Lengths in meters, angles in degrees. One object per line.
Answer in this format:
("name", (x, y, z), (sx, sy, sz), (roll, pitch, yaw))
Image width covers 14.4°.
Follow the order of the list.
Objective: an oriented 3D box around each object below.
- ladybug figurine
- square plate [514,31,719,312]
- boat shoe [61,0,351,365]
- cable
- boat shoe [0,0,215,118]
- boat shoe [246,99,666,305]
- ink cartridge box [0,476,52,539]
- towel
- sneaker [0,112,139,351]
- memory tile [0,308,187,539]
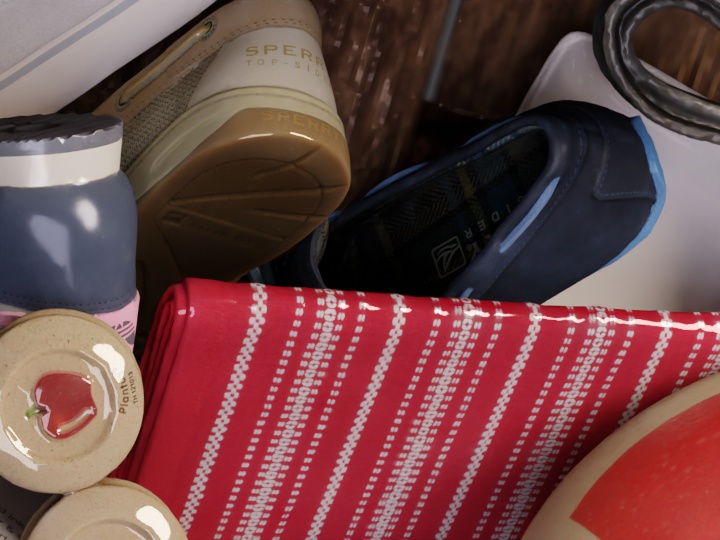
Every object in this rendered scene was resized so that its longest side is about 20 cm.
("ladybug figurine", (0.130, 0.097, 0.853), (0.200, 0.072, 0.136), (-31, 98, -23))
("square plate", (0.106, 0.042, 0.971), (0.200, 0.028, 0.198), (26, 107, -12))
("boat shoe", (-0.073, -0.020, 0.899), (0.072, 0.065, 0.200), (16, 145, -32))
("cable", (0.159, -0.023, 0.907), (0.097, 0.050, 0.200), (-35, 111, 7))
("boat shoe", (-0.072, -0.114, 0.885), (0.200, 0.072, 0.069), (-33, 109, 19))
("boat shoe", (0.000, 0.000, 0.908), (0.200, 0.084, 0.069), (-40, 151, 23))
("ink cartridge box", (-0.144, 0.119, 0.896), (0.145, 0.200, 0.084), (40, 107, -16))
("towel", (0.018, 0.058, 0.899), (0.199, 0.023, 0.145), (4, 134, -19))
("sneaker", (-0.143, 0.000, 0.865), (0.070, 0.200, 0.082), (-16, 100, -42))
("memory tile", (-0.110, 0.123, 0.788), (0.153, 0.017, 0.201), (-19, 100, -15))
